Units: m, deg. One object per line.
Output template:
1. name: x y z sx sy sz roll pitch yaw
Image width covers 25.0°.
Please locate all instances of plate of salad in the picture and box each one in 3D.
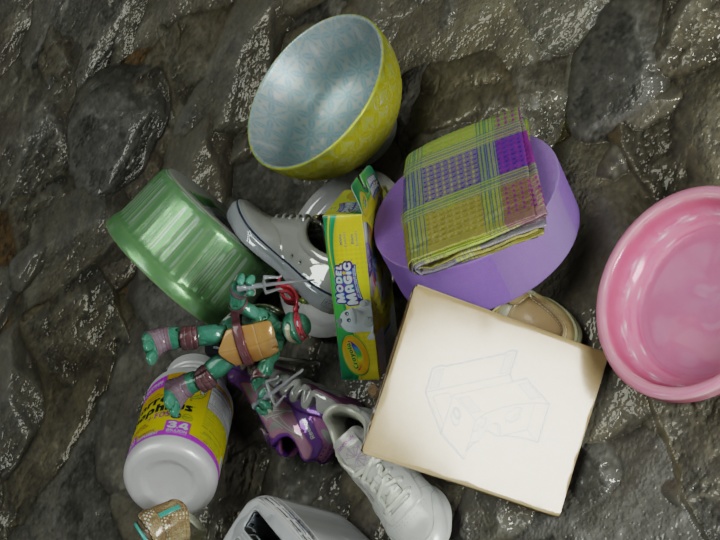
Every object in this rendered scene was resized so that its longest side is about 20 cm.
1. plate of salad: -0.028 -0.024 1.829 0.199 0.048 0.202 -22 56 37

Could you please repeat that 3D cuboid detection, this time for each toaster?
1. toaster: -0.055 0.304 1.638 0.114 0.129 0.200 -55 43 8

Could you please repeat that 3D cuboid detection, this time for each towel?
1. towel: 0.108 -0.077 1.590 0.142 0.023 0.201 -21 36 13

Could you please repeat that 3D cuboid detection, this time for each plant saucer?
1. plant saucer: 0.307 0.025 1.469 0.199 0.051 0.202 -21 57 36

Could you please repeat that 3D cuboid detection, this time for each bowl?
1. bowl: -0.021 -0.177 1.844 0.199 0.107 0.202 -24 49 31

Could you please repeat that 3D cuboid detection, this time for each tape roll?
1. tape roll: 0.115 -0.049 1.624 0.198 0.066 0.201 -19 36 15

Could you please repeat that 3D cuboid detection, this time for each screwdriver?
1. screwdriver: -0.115 0.101 1.867 0.199 0.028 0.029 9 49 50

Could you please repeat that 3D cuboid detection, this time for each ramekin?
1. ramekin: -0.189 -0.027 1.888 0.098 0.200 0.200 -48 44 5

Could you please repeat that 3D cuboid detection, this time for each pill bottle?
1. pill bottle: -0.199 0.178 1.823 0.104 0.104 0.201 -41 20 23

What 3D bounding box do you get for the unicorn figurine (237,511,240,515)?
1. unicorn figurine: -0.131 0.328 1.716 0.073 0.199 0.139 -25 82 28

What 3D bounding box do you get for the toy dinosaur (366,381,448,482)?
1. toy dinosaur: 0.093 0.132 1.618 0.198 0.135 0.087 16 123 26

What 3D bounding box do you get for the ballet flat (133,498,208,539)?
1. ballet flat: -0.191 0.307 1.764 0.065 0.201 0.071 -32 62 -13

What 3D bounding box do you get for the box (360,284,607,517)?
1. box: 0.117 0.123 1.521 0.021 0.198 0.165 155 134 -79

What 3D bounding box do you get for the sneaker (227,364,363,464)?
1. sneaker: -0.085 0.155 1.784 0.199 0.080 0.089 22 94 47

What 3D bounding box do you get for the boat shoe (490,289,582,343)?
1. boat shoe: 0.136 0.040 1.620 0.199 0.066 0.075 29 92 48

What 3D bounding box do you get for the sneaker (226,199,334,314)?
1. sneaker: -0.071 -0.032 1.801 0.200 0.073 0.071 41 103 34

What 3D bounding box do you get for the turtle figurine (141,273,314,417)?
1. turtle figurine: -0.124 0.080 1.730 0.198 0.101 0.151 -18 93 8

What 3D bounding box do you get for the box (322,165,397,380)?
1. box: 0.000 0.000 1.672 0.048 0.117 0.202 -1 105 11

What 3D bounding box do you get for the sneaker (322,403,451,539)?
1. sneaker: 0.019 0.212 1.631 0.075 0.099 0.200 -48 46 14
